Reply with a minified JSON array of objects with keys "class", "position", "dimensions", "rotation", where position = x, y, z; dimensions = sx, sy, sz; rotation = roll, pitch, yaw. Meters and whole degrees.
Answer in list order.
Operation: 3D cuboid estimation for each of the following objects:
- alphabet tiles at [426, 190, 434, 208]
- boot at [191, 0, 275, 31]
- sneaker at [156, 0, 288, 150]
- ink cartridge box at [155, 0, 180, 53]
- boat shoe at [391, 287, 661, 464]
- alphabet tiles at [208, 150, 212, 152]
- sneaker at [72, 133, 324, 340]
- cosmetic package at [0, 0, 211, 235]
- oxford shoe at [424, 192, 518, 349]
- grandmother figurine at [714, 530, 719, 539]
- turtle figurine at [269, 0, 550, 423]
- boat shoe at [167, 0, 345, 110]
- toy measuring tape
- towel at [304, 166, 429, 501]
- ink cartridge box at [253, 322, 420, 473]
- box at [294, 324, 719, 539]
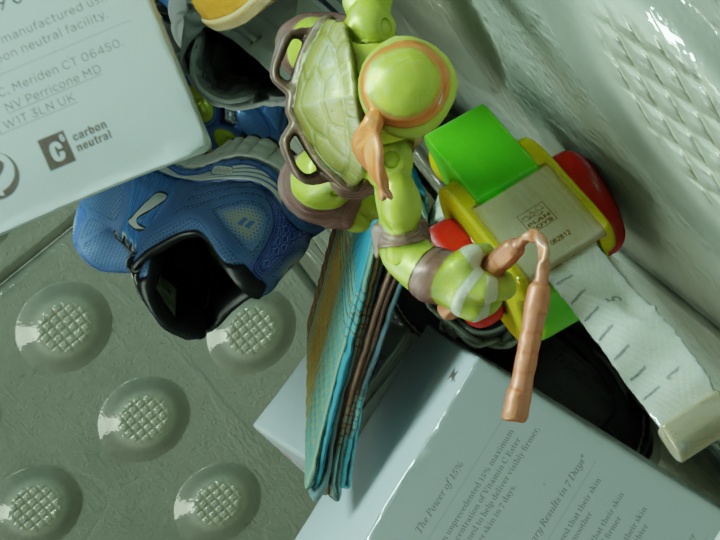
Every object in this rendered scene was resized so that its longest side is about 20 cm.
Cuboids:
[{"class":"alphabet tiles","position":[0.007,-0.070,1.222],"dimensions":[0.196,0.015,0.200],"rotation":[52,177,-3]},{"class":"boot","position":[-0.079,-0.179,0.779],"dimensions":[0.144,0.071,0.201],"rotation":[52,180,-20]},{"class":"sneaker","position":[-0.080,-0.136,1.175],"dimensions":[0.083,0.070,0.200],"rotation":[53,-171,-50]},{"class":"ink cartridge box","position":[-0.169,-0.202,1.075],"dimensions":[0.200,0.050,0.161],"rotation":[48,-146,-23]},{"class":"boat shoe","position":[0.076,0.044,1.019],"dimensions":[0.200,0.074,0.060],"rotation":[45,173,39]},{"class":"alphabet tiles","position":[-0.128,-0.102,1.132],"dimensions":[0.196,0.015,0.200],"rotation":[54,-172,16]},{"class":"sneaker","position":[-0.098,-0.015,0.992],"dimensions":[0.079,0.089,0.199],"rotation":[43,154,-26]},{"class":"cosmetic package","position":[-0.173,-0.102,0.856],"dimensions":[0.200,0.164,0.166],"rotation":[-133,20,-81]},{"class":"oxford shoe","position":[0.056,0.009,0.863],"dimensions":[0.200,0.074,0.058],"rotation":[83,-176,-79]},{"class":"grandmother figurine","position":[0.184,0.131,0.669],"dimensions":[0.122,0.060,0.200],"rotation":[63,170,-23]},{"class":"turtle figurine","position":[0.003,-0.046,0.641],"dimensions":[0.161,0.064,0.202],"rotation":[174,80,-79]},{"class":"boat shoe","position":[-0.061,-0.113,0.938],"dimensions":[0.074,0.065,0.200],"rotation":[45,166,-17]},{"class":"toy measuring tape","position":[0.075,0.011,0.671],"dimensions":[0.074,0.073,0.200],"rotation":[55,180,-43]},{"class":"towel","position":[0.000,0.000,0.897],"dimensions":[0.022,0.148,0.200],"rotation":[14,-161,-6]},{"class":"ink cartridge box","position":[0.051,0.119,0.996],"dimensions":[0.200,0.084,0.145],"rotation":[42,172,-13]},{"class":"box","position":[0.089,0.133,0.876],"dimensions":[0.199,0.125,0.097],"rotation":[33,-179,-13]}]
